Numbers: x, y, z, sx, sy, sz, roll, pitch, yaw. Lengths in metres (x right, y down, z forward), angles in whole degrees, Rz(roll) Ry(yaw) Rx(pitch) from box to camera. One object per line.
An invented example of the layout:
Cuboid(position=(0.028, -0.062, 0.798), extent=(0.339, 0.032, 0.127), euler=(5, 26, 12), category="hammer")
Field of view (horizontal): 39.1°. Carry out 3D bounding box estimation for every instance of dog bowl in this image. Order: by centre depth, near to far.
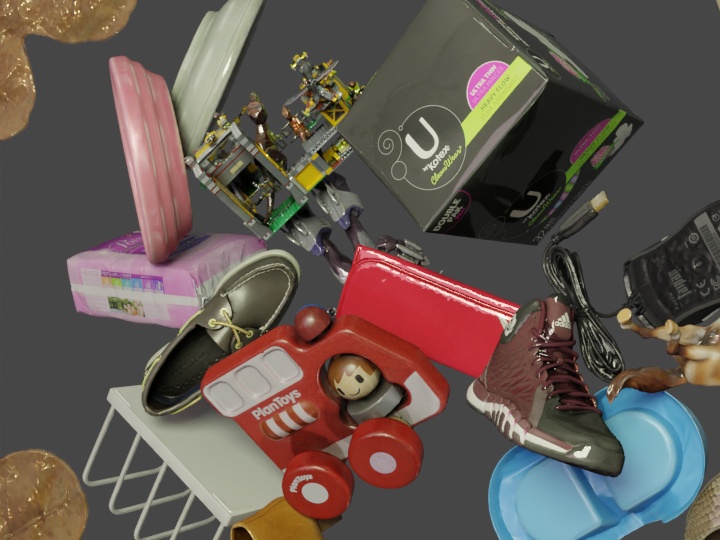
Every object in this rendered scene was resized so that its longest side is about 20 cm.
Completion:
Cuboid(position=(0.198, 0.171, 0.837), extent=(0.200, 0.049, 0.112), euler=(-40, 66, 28), category="dog bowl")

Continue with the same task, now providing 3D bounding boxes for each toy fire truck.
Cuboid(position=(-0.029, 0.115, 0.917), extent=(0.199, 0.113, 0.168), euler=(-31, 111, 30), category="toy fire truck")

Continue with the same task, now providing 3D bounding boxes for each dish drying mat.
Cuboid(position=(0.076, 0.046, 0.908), extent=(0.198, 0.018, 0.078), euler=(22, 106, 14), category="dish drying mat")

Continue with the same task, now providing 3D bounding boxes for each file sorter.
Cuboid(position=(-0.169, 0.224, 1.046), extent=(0.199, 0.138, 0.126), euler=(37, 111, 31), category="file sorter")

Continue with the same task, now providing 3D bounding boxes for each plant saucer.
Cuboid(position=(-0.203, -0.110, 0.995), extent=(0.200, 0.050, 0.203), euler=(168, 90, -78), category="plant saucer")
Cuboid(position=(-0.151, -0.202, 1.024), extent=(0.050, 0.200, 0.202), euler=(24, 106, -10), category="plant saucer")

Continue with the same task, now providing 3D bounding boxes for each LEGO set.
Cuboid(position=(-0.090, -0.138, 0.967), extent=(0.199, 0.116, 0.154), euler=(-38, 35, 13), category="LEGO set")

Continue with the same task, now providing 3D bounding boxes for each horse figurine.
Cuboid(position=(0.274, 0.043, 0.741), extent=(0.199, 0.132, 0.050), euler=(-33, 45, 25), category="horse figurine")

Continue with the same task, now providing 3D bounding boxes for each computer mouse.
Cuboid(position=(0.242, -0.014, 0.820), extent=(0.200, 0.046, 0.141), euler=(-42, 62, 34), category="computer mouse")

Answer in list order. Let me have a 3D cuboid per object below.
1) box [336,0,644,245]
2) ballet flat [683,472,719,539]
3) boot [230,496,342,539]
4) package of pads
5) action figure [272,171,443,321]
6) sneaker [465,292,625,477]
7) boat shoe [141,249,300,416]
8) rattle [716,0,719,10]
Cuboid(position=(0.109, -0.117, 0.820), extent=(0.149, 0.199, 0.125), euler=(-51, 62, 22), category="box")
Cuboid(position=(0.263, 0.233, 0.773), extent=(0.046, 0.067, 0.202), euler=(-107, 40, -65), category="ballet flat")
Cuboid(position=(-0.050, 0.310, 0.940), extent=(0.070, 0.143, 0.203), euler=(-23, 85, 34), category="boot")
Cuboid(position=(-0.205, 0.006, 1.088), extent=(0.198, 0.120, 0.077), euler=(4, 110, 35), category="package of pads")
Cuboid(position=(0.000, 0.000, 0.976), extent=(0.130, 0.069, 0.201), euler=(-47, 66, 19), category="action figure")
Cuboid(position=(0.149, 0.077, 0.790), extent=(0.117, 0.075, 0.200), euler=(-70, 22, 3), category="sneaker")
Cuboid(position=(-0.132, 0.064, 0.969), extent=(0.072, 0.061, 0.201), euler=(43, 102, -14), category="boat shoe")
Cuboid(position=(0.316, -0.263, 0.761), extent=(0.142, 0.130, 0.202), euler=(-28, 46, 20), category="rattle")
